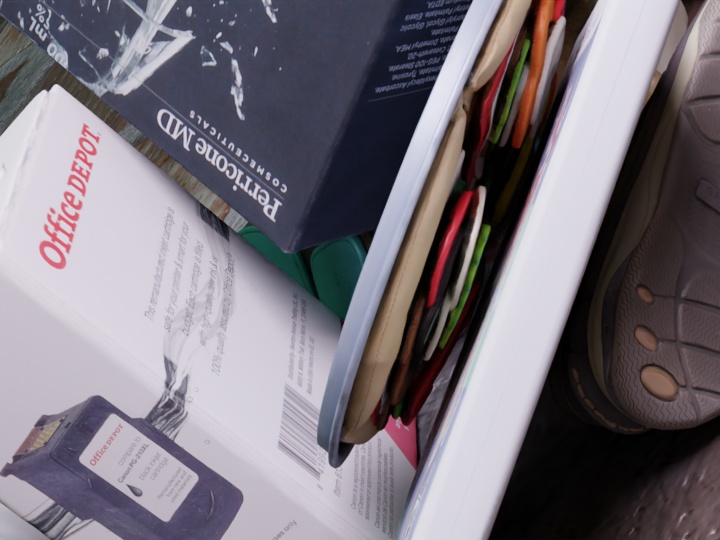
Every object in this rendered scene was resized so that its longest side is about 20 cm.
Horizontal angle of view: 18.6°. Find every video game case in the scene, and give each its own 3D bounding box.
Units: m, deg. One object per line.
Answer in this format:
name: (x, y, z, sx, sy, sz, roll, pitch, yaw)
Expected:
video game case: (0.054, 0.004, 0.710, 0.182, 0.023, 0.200, 83, -153, -86)

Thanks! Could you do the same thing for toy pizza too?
toy pizza: (0.035, -0.024, 0.743, 0.200, 0.032, 0.201, 22, -90, -85)

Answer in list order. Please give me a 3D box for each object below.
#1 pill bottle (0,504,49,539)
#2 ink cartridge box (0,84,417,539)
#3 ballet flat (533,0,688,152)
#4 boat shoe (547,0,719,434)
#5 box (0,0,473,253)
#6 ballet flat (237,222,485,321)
pill bottle: (-0.172, 0.115, 1.055, 0.113, 0.113, 0.200, -40, 21, 28)
ink cartridge box: (-0.076, 0.044, 0.836, 0.084, 0.200, 0.145, -43, 20, 20)
ballet flat: (0.102, -0.102, 0.930, 0.072, 0.068, 0.200, -24, 25, 13)
boat shoe: (0.111, -0.032, 0.751, 0.073, 0.074, 0.200, -21, 34, 55)
box: (-0.026, -0.150, 0.837, 0.124, 0.200, 0.197, -21, -38, -49)
ballet flat: (0.000, 0.000, 0.966, 0.073, 0.073, 0.200, -55, 16, -14)
